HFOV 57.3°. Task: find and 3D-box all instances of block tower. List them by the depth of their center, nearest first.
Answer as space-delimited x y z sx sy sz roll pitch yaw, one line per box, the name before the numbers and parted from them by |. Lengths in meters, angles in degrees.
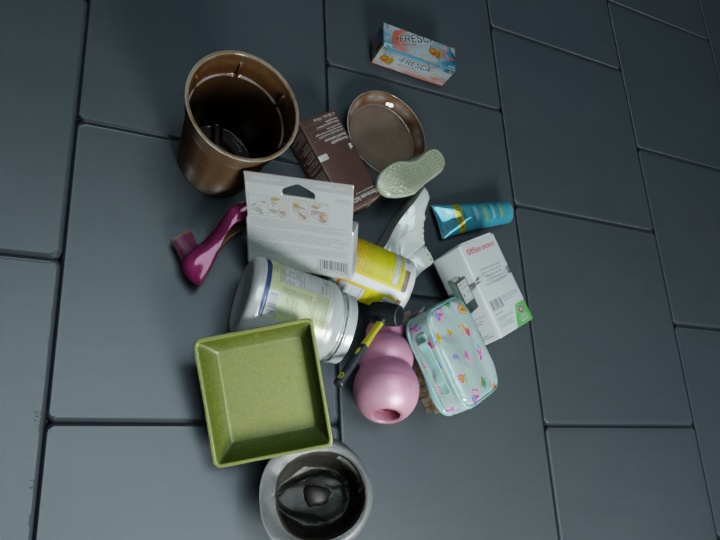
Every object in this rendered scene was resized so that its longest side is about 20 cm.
block tower | 0.123 0.178 1.288 0.053 0.058 0.205 -20 81 -33

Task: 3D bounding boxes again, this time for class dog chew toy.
dog chew toy | 0.047 0.172 1.214 0.121 0.125 0.205 17 52 -21

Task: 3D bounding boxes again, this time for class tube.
tube | 0.251 -0.120 1.477 0.194 0.051 0.080 -10 69 -25

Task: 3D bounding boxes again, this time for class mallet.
mallet | 0.002 0.125 1.156 0.200 0.064 0.042 -46 131 -35

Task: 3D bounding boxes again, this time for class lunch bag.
lunch bag | 0.167 0.158 1.236 0.158 0.076 0.205 -19 82 -49

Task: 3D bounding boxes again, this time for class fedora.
fedora | -0.080 0.371 1.085 0.194 0.090 0.183 -6 73 -22

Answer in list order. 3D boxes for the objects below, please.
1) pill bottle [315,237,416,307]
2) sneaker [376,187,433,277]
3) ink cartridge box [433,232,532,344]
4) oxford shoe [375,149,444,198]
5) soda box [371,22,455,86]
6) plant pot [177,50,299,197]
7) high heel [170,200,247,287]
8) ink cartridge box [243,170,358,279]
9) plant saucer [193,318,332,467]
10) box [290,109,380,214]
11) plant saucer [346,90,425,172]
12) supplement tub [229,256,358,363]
pill bottle | 0.000 0.000 1.248 0.195 0.109 0.112 22 63 -12
sneaker | 0.113 -0.066 1.368 0.115 0.073 0.203 39 65 -14
ink cartridge box | 0.257 0.040 1.378 0.144 0.083 0.205 -17 80 -46
oxford shoe | 0.099 -0.195 1.370 0.198 0.057 0.077 -32 94 -38
soda box | 0.123 -0.498 1.525 0.194 0.068 0.066 11 67 -24
plant pot | -0.232 -0.241 1.164 0.194 0.198 0.207 9 68 -24
high heel | -0.231 -0.051 1.172 0.197 0.068 0.097 -31 77 -18
ink cartridge box | -0.101 -0.084 1.133 0.193 0.181 0.045 9 31 10
plant saucer | -0.153 0.192 1.056 0.193 0.048 0.207 -10 90 0
box | -0.055 -0.209 1.324 0.099 0.075 0.204 -28 88 -34
plant saucer | 0.052 -0.292 1.434 0.194 0.034 0.207 10 68 -24
supplement tub | -0.116 0.074 1.143 0.195 0.145 0.149 20 63 -21
